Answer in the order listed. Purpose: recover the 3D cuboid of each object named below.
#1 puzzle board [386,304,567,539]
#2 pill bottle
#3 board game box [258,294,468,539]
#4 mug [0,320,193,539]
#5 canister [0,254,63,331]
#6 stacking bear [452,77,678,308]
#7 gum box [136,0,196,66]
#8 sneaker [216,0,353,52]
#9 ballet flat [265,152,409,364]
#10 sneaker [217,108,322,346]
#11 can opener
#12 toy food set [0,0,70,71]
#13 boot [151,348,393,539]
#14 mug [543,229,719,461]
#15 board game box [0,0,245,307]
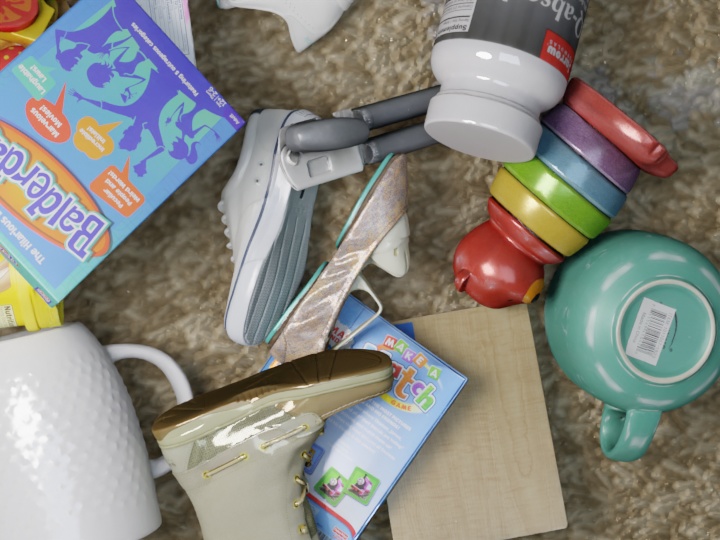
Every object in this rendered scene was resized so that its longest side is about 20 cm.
[{"bbox_3d":[0.087,0.135,1.418,0.150,0.017,0.201,-9,80,-3],"label":"puzzle board"},{"bbox_3d":[0.123,-0.198,1.348,0.115,0.116,0.201,17,79,-10],"label":"pill bottle"},{"bbox_3d":[-0.025,0.130,1.394,0.151,0.037,0.201,35,90,8],"label":"board game box"},{"bbox_3d":[-0.228,0.130,1.337,0.199,0.147,0.177,-14,94,-25],"label":"mug"},{"bbox_3d":[-0.340,-0.013,1.301,0.198,0.149,0.087,-7,138,-5],"label":"canister"},{"bbox_3d":[0.158,-0.052,1.393,0.114,0.121,0.200,42,97,17],"label":"stacking bear"},{"bbox_3d":[-0.172,-0.201,1.322,0.066,0.113,0.202,-8,97,-8],"label":"gum box"},{"bbox_3d":[-0.101,-0.261,1.354,0.200,0.075,0.089,39,100,-11],"label":"sneaker"},{"bbox_3d":[0.000,0.000,1.356,0.067,0.068,0.201,34,99,5],"label":"ballet flat"},{"bbox_3d":[-0.084,-0.038,1.376,0.070,0.073,0.201,14,85,30],"label":"sneaker"},{"bbox_3d":[0.017,-0.112,1.352,0.199,0.066,0.053,-19,100,-37],"label":"can opener"},{"bbox_3d":[-0.320,-0.203,1.280,0.199,0.199,0.049,15,135,-3],"label":"toy food set"},{"bbox_3d":[-0.050,0.157,1.324,0.199,0.072,0.156,-19,104,3],"label":"boot"},{"bbox_3d":[0.249,0.059,1.410,0.151,0.114,0.186,-27,98,-5],"label":"mug"},{"bbox_3d":[-0.207,-0.096,1.220,0.152,0.045,0.200,46,73,-9],"label":"board game box"}]
